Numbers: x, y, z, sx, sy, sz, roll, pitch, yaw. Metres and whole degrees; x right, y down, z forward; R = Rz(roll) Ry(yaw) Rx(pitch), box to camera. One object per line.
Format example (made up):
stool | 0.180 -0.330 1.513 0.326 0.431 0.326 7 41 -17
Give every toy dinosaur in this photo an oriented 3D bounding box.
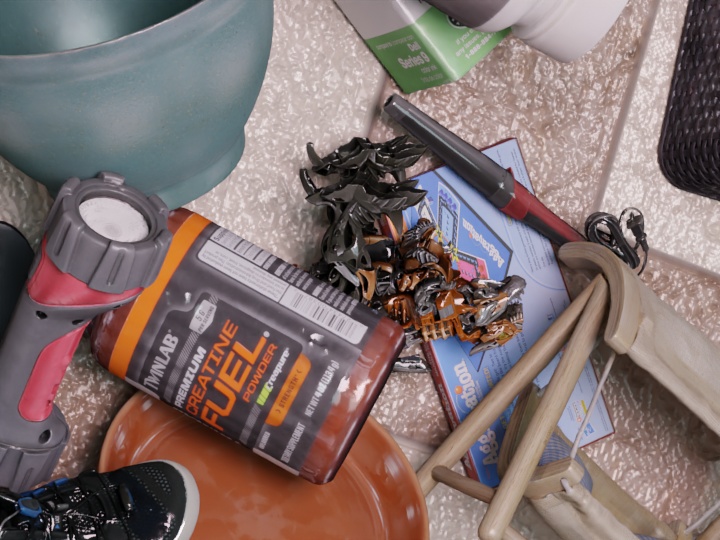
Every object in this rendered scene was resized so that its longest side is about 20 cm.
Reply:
toy dinosaur | 0.000 0.000 1.326 0.199 0.102 0.137 -3 115 -21

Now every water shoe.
water shoe | -0.178 0.148 1.175 0.199 0.079 0.072 -24 58 -13

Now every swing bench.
swing bench | 0.169 0.121 1.354 0.199 0.130 0.201 40 80 -23

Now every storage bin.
storage bin | 0.288 -0.140 1.439 0.134 0.094 0.201 15 85 -20

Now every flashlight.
flashlight | -0.163 0.040 1.215 0.068 0.201 0.068 -19 54 -45

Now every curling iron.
curling iron | 0.098 -0.055 1.379 0.199 0.026 0.050 31 116 -14

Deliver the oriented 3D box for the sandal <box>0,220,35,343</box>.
sandal | -0.247 0.061 1.259 0.076 0.043 0.201 40 76 -16

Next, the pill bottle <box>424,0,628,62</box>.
pill bottle | 0.056 -0.205 1.249 0.199 0.114 0.114 27 80 -17

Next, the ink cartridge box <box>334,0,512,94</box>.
ink cartridge box | 0.033 -0.231 1.346 0.145 0.087 0.200 -42 102 -16

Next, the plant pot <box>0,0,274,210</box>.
plant pot | -0.136 -0.114 1.240 0.199 0.200 0.135 -26 126 -19

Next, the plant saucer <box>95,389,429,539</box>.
plant saucer | -0.058 0.140 1.285 0.199 0.032 0.201 12 46 -13

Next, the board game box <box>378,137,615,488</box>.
board game box | 0.084 0.028 1.399 0.102 0.019 0.201 -22 97 -21

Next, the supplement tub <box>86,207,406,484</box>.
supplement tub | -0.081 0.034 1.274 0.199 0.107 0.107 28 79 3
